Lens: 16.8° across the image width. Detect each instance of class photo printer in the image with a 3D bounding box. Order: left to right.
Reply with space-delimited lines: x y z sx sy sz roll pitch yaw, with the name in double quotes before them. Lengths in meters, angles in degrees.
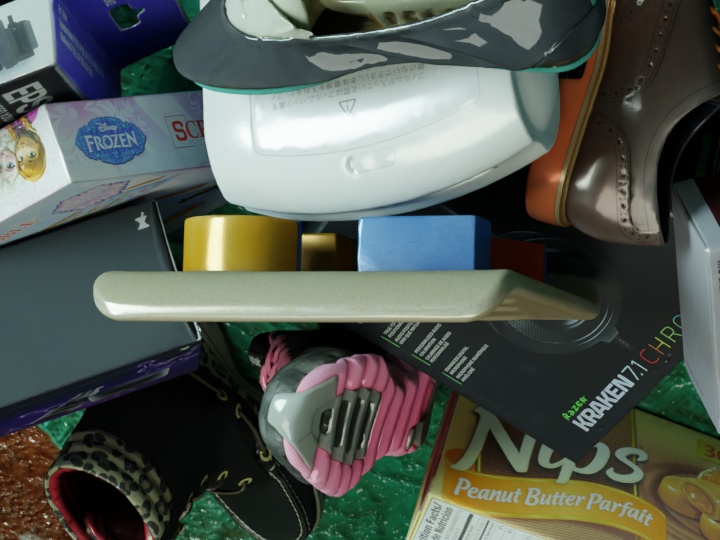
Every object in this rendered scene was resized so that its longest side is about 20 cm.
"photo printer" 0.007 -0.123 1.091 0.166 0.201 0.069 -11 163 25

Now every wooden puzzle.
"wooden puzzle" 0.000 0.000 1.101 0.184 0.200 0.047 0 89 18

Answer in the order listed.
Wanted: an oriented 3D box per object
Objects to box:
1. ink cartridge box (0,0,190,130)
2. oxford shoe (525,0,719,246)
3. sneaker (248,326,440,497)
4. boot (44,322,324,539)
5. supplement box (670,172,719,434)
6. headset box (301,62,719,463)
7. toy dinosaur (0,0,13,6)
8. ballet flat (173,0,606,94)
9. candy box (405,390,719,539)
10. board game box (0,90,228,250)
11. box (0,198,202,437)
"ink cartridge box" -0.173 -0.080 1.154 0.199 0.198 0.044 -22 84 1
"oxford shoe" 0.140 -0.108 1.090 0.072 0.071 0.201 20 97 20
"sneaker" -0.024 0.062 1.283 0.095 0.200 0.079 22 97 16
"boot" -0.099 0.121 1.363 0.073 0.154 0.204 -12 126 27
"supplement box" 0.248 -0.003 1.121 0.199 0.061 0.109 -13 125 -4
"headset box" 0.079 -0.028 1.218 0.200 0.093 0.174 32 131 -10
"toy dinosaur" -0.192 -0.144 1.165 0.086 0.135 0.200 66 165 6
"ballet flat" 0.003 -0.116 1.009 0.199 0.073 0.073 0 130 26
"candy box" 0.134 0.129 1.322 0.199 0.116 0.055 20 132 0
"board game box" -0.150 -0.034 1.222 0.200 0.199 0.041 -25 82 35
"box" -0.184 0.040 1.218 0.199 0.079 0.141 -19 171 -6
